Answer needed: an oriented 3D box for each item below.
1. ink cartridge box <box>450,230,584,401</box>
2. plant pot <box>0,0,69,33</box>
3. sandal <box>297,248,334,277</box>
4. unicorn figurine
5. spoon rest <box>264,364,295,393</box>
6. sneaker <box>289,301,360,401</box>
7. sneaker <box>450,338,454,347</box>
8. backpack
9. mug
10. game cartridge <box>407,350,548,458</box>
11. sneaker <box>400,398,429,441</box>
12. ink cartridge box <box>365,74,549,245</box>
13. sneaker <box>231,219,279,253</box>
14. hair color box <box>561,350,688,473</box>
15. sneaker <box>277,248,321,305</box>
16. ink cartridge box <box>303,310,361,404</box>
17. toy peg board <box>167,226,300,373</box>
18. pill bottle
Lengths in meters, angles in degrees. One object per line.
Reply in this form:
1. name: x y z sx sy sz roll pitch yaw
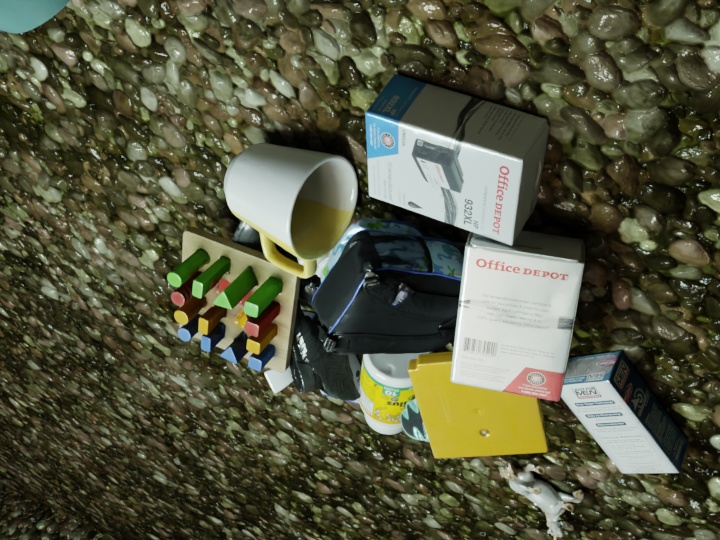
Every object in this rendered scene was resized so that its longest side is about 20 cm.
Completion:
1. ink cartridge box: 0.201 0.052 1.185 0.147 0.083 0.200 10 115 11
2. plant pot: -0.456 -0.404 1.176 0.200 0.201 0.161 6 148 35
3. sandal: 0.004 -0.005 1.396 0.202 0.050 0.082 26 127 -13
4. unicorn figurine: 0.325 0.402 1.615 0.200 0.074 0.137 49 155 4
5. spoon rest: -0.118 0.160 1.598 0.061 0.200 0.099 -25 96 7
6. sneaker: -0.067 0.125 1.509 0.060 0.104 0.200 -4 99 65
7. sneaker: 0.167 0.103 1.365 0.200 0.078 0.070 27 145 10
8. backpack: 0.051 0.022 1.278 0.200 0.147 0.183 7 135 -26
9. mug: -0.114 -0.092 1.293 0.153 0.187 0.149 23 -171 30
10. game cartridge: 0.173 0.194 1.343 0.176 0.032 0.200 -6 125 15
11. sneaker: 0.172 0.215 1.467 0.200 0.140 0.078 -27 73 37
12. ink cartridge box: 0.113 -0.133 1.117 0.200 0.084 0.145 21 143 19
13. sneaker: -0.156 -0.036 1.478 0.079 0.075 0.200 25 154 8
14. hair color box: 0.378 0.208 1.332 0.100 0.061 0.200 -15 123 48
15. sneaker: -0.044 0.025 1.453 0.199 0.076 0.114 43 143 -18
16. ink cartridge box: -0.056 0.156 1.650 0.099 0.039 0.200 9 137 33
17. toy peg board: -0.211 0.066 1.429 0.200 0.098 0.199 21 125 16
18. pill bottle: 0.054 0.190 1.534 0.113 0.113 0.200 25 144 13
